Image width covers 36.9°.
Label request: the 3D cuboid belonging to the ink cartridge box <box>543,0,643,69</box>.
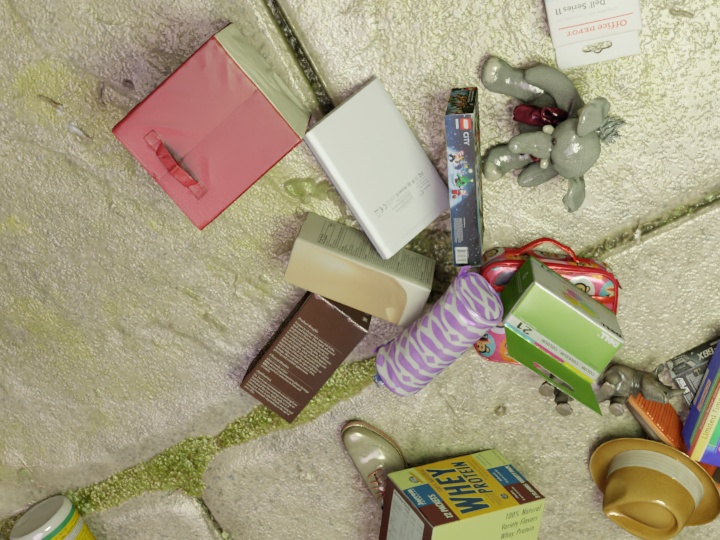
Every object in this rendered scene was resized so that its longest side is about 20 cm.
[{"bbox_3d":[0.283,-0.350,1.336,0.115,0.067,0.203,-10,111,11],"label":"ink cartridge box"}]

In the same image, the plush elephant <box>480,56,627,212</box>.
[{"bbox_3d":[0.244,-0.168,1.369,0.197,0.155,0.167,6,114,5],"label":"plush elephant"}]

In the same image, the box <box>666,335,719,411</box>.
[{"bbox_3d":[0.552,0.184,1.534,0.156,0.050,0.201,-29,106,17],"label":"box"}]

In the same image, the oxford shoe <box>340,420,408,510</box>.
[{"bbox_3d":[0.039,0.315,1.643,0.070,0.074,0.201,-35,104,19],"label":"oxford shoe"}]

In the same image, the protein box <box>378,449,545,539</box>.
[{"bbox_3d":[0.141,0.400,1.587,0.196,0.135,0.203,-7,117,-28],"label":"protein box"}]

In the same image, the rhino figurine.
[{"bbox_3d":[0.356,0.162,1.518,0.197,0.088,0.061,-1,111,19],"label":"rhino figurine"}]

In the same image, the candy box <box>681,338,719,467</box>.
[{"bbox_3d":[0.563,0.194,1.467,0.197,0.077,0.171,15,113,1],"label":"candy box"}]

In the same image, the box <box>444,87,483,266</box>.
[{"bbox_3d":[0.138,-0.124,1.412,0.037,0.137,0.203,-1,113,10],"label":"box"}]

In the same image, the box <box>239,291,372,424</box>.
[{"bbox_3d":[-0.080,0.115,1.577,0.100,0.075,0.200,37,114,-8],"label":"box"}]

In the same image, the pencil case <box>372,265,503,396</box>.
[{"bbox_3d":[0.100,0.085,1.425,0.200,0.083,0.086,-43,67,33],"label":"pencil case"}]

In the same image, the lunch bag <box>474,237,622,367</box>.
[{"bbox_3d":[0.258,0.042,1.501,0.197,0.082,0.179,5,109,4],"label":"lunch bag"}]

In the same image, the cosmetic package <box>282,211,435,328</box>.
[{"bbox_3d":[0.000,0.000,1.501,0.197,0.105,0.072,21,116,0],"label":"cosmetic package"}]

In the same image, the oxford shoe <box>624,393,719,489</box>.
[{"bbox_3d":[0.440,0.253,1.569,0.201,0.071,0.073,49,130,-2],"label":"oxford shoe"}]

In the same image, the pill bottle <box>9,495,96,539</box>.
[{"bbox_3d":[-0.473,0.479,1.759,0.112,0.113,0.202,-23,109,16],"label":"pill bottle"}]

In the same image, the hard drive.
[{"bbox_3d":[0.026,-0.136,1.446,0.132,0.025,0.201,-39,106,-18],"label":"hard drive"}]

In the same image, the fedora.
[{"bbox_3d":[0.414,0.328,1.553,0.198,0.082,0.202,23,140,20],"label":"fedora"}]

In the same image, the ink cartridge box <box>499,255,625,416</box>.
[{"bbox_3d":[0.258,0.080,1.364,0.147,0.200,0.076,33,108,-7],"label":"ink cartridge box"}]

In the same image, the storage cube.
[{"bbox_3d":[-0.186,-0.192,1.399,0.179,0.200,0.171,-39,103,14],"label":"storage cube"}]
